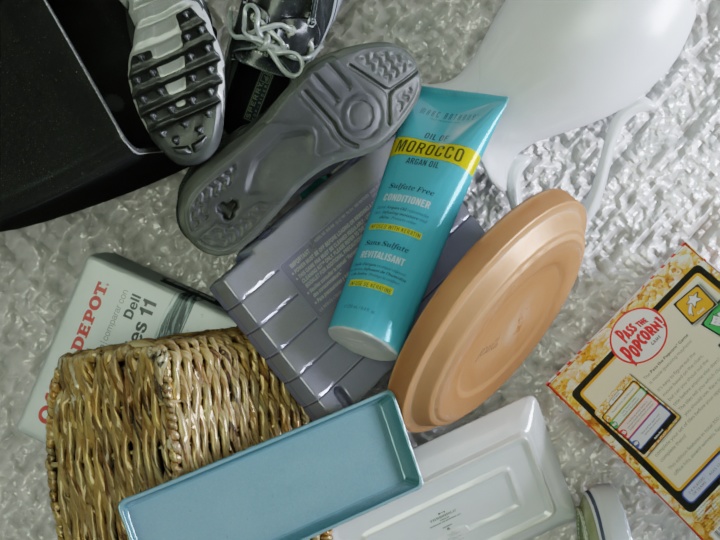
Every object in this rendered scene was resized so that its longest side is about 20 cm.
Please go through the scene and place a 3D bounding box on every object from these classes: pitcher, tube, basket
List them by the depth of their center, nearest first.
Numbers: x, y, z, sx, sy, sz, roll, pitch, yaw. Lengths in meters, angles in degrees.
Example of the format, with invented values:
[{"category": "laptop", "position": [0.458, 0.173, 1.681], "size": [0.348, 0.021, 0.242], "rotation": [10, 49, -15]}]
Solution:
[{"category": "tube", "position": [0.036, -0.038, 0.945], "size": [0.077, 0.050, 0.201], "rotation": [13, 69, 21]}, {"category": "basket", "position": [-0.121, 0.145, 0.966], "size": [0.142, 0.148, 0.202], "rotation": [-10, 88, 39]}, {"category": "pitcher", "position": [0.157, -0.135, 1.014], "size": [0.200, 0.121, 0.172], "rotation": [-40, 99, 13]}]

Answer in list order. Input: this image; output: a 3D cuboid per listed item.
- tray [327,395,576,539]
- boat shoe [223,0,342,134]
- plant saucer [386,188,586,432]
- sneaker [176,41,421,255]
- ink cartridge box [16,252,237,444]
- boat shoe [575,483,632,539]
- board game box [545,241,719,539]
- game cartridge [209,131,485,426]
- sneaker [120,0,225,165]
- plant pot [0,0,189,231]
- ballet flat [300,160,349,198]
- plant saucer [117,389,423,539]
[{"category": "tray", "position": [0.058, 0.180, 1.011], "size": [0.199, 0.022, 0.108], "rotation": [-24, 107, -7]}, {"category": "boat shoe", "position": [-0.065, -0.166, 1.000], "size": [0.073, 0.068, 0.200], "rotation": [25, 121, -4]}, {"category": "plant saucer", "position": [0.095, 0.034, 0.970], "size": [0.032, 0.200, 0.201], "rotation": [38, 92, 23]}, {"category": "sneaker", "position": [-0.051, -0.092, 0.973], "size": [0.199, 0.114, 0.076], "rotation": [-42, 108, -6]}, {"category": "ink cartridge box", "position": [-0.136, 0.090, 1.041], "size": [0.199, 0.083, 0.148], "rotation": [23, 91, 4]}, {"category": "boat shoe", "position": [0.177, 0.261, 1.031], "size": [0.061, 0.072, 0.202], "rotation": [-7, 93, 1]}, {"category": "board game box", "position": [0.251, 0.096, 0.985], "size": [0.152, 0.046, 0.200], "rotation": [-45, 52, 3]}, {"category": "game cartridge", "position": [0.000, 0.000, 0.976], "size": [0.130, 0.038, 0.200], "rotation": [50, 58, -2]}, {"category": "sneaker", "position": [-0.126, -0.153, 0.963], "size": [0.066, 0.091, 0.201], "rotation": [-22, 66, 6]}, {"category": "plant pot", "position": [-0.245, -0.128, 1.000], "size": [0.177, 0.199, 0.201], "rotation": [-30, 89, 14]}, {"category": "ballet flat", "position": [0.010, -0.027, 1.050], "size": [0.071, 0.072, 0.201], "rotation": [-28, 91, 3]}, {"category": "plant saucer", "position": [-0.055, 0.142, 0.885], "size": [0.199, 0.019, 0.070], "rotation": [-20, 93, -24]}]
